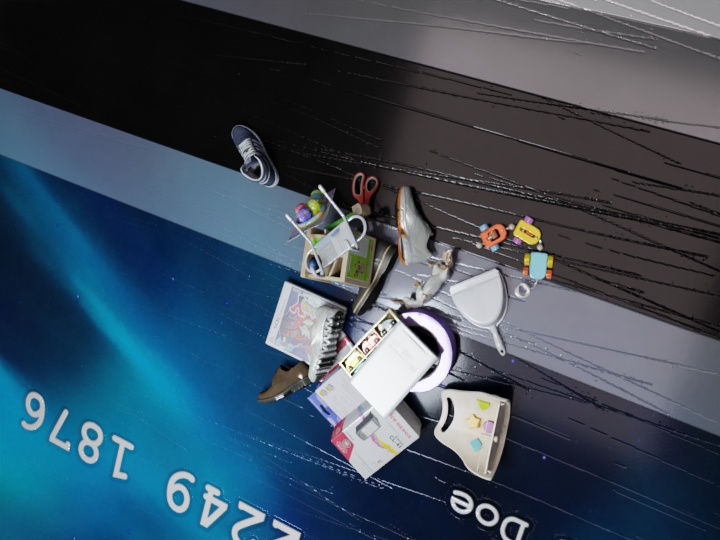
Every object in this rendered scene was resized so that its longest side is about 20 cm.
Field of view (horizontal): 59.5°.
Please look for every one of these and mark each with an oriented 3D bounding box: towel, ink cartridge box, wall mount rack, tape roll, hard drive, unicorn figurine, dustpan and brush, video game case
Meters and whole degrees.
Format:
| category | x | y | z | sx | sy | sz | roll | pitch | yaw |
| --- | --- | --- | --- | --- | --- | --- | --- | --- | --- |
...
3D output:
| category | x | y | z | sx | sy | sz | roll | pitch | yaw |
| --- | --- | --- | --- | --- | --- | --- | --- | --- | --- |
| towel | -0.089 | 0.223 | 1.727 | 0.143 | 0.023 | 0.202 | -41 | 81 | 16 |
| ink cartridge box | -0.035 | 0.316 | 1.687 | 0.199 | 0.042 | 0.120 | -42 | 101 | 14 |
| wall mount rack | -0.087 | -0.090 | 1.498 | 0.198 | 0.074 | 0.177 | -36 | 67 | 22 |
| tape roll | 0.146 | 0.205 | 1.621 | 0.194 | 0.065 | 0.207 | 2 | 95 | 19 |
| hard drive | 0.081 | 0.244 | 1.559 | 0.132 | 0.026 | 0.201 | 42 | 99 | 11 |
| unicorn figurine | 0.167 | 0.040 | 1.581 | 0.197 | 0.137 | 0.075 | -35 | 73 | 3 |
| ink cartridge box | 0.041 | 0.420 | 1.648 | 0.199 | 0.086 | 0.148 | -41 | 95 | 18 |
| dustpan and brush | 0.318 | 0.115 | 1.568 | 0.137 | 0.057 | 0.206 | -22 | 80 | 21 |
| video game case | -0.149 | 0.152 | 1.723 | 0.195 | 0.023 | 0.187 | 22 | 97 | 16 |

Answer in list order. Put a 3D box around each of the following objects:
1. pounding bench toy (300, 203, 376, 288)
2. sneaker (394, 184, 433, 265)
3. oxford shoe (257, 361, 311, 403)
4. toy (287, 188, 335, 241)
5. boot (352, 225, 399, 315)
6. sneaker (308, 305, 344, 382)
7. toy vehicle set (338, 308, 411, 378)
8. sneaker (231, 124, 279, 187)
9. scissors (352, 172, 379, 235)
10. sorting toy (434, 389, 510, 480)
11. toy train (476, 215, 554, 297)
| category | x | y | z | sx | sy | sz | roll | pitch | yaw |
| --- | --- | --- | --- | --- | --- | --- | --- | --- | --- |
| pounding bench toy | -0.056 | -0.072 | 1.595 | 0.152 | 0.123 | 0.207 | 7 | 86 | 33 |
| sneaker | 0.138 | -0.117 | 1.607 | 0.089 | 0.076 | 0.207 | -4 | 84 | -8 |
| oxford shoe | -0.215 | 0.308 | 1.749 | 0.197 | 0.072 | 0.086 | -31 | 81 | 24 |
| toy | -0.132 | -0.159 | 1.622 | 0.113 | 0.201 | 0.048 | -27 | 111 | 21 |
| boot | 0.000 | 0.000 | 1.659 | 0.136 | 0.077 | 0.203 | 31 | 90 | 18 |
| sneaker | -0.104 | 0.192 | 1.667 | 0.079 | 0.074 | 0.206 | 18 | 94 | 31 |
| toy vehicle set | 0.051 | 0.212 | 1.601 | 0.124 | 0.026 | 0.200 | 46 | 103 | 11 |
| sneaker | -0.303 | -0.318 | 1.715 | 0.070 | 0.108 | 0.202 | -37 | 82 | 17 |
| scissors | 0.005 | -0.157 | 1.647 | 0.071 | 0.014 | 0.207 | 5 | 82 | 12 |
| sorting toy | 0.274 | 0.382 | 1.578 | 0.175 | 0.106 | 0.207 | 14 | 99 | 25 |
| toy train | 0.381 | -0.045 | 1.529 | 0.149 | 0.055 | 0.203 | -35 | 80 | 19 |
